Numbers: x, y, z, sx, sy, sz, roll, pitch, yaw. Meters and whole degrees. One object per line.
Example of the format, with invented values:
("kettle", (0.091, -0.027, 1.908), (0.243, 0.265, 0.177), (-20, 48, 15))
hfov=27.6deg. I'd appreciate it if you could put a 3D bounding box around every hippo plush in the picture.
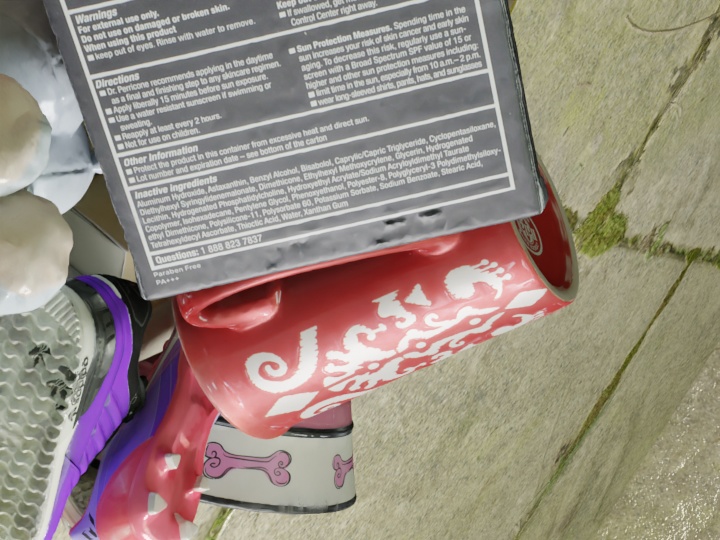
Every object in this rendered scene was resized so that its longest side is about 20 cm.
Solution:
("hippo plush", (-0.169, -0.045, 0.687), (0.161, 0.159, 0.201), (-42, 136, -52))

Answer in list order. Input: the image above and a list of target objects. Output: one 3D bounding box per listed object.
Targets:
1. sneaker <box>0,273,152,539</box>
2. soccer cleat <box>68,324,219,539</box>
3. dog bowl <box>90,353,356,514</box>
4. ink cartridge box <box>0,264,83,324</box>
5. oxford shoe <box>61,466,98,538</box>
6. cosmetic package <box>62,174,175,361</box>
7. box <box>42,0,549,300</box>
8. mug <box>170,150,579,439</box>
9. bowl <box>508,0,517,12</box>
("sneaker", (-0.164, 0.088, 0.816), (0.099, 0.069, 0.201), (-21, 141, -59))
("soccer cleat", (-0.112, 0.079, 0.871), (0.067, 0.076, 0.201), (51, 41, -37))
("dog bowl", (-0.093, 0.101, 0.994), (0.200, 0.199, 0.074), (6, 97, -63))
("ink cartridge box", (-0.231, 0.091, 0.862), (0.116, 0.067, 0.201), (-23, 141, -50))
("oxford shoe", (-0.165, 0.155, 0.952), (0.200, 0.075, 0.058), (-161, -99, -72))
("cosmetic package", (-0.111, -0.017, 0.939), (0.200, 0.071, 0.106), (-27, 143, -47))
("box", (-0.032, -0.117, 0.686), (0.199, 0.123, 0.199), (-12, 121, 4))
("mug", (0.006, 0.009, 0.807), (0.199, 0.134, 0.178), (-21, -168, 22))
("bowl", (-0.002, -0.156, 0.892), (0.094, 0.201, 0.201), (40, 84, -23))
